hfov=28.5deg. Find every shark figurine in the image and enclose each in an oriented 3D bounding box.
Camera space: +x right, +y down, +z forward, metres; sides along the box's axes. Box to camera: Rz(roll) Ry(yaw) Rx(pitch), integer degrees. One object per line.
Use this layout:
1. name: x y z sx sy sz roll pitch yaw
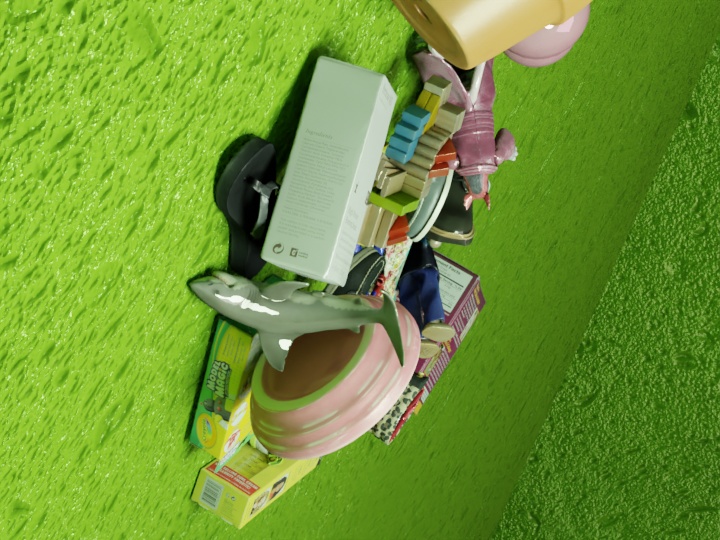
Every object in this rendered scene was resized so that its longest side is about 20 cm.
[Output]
1. shark figurine: -0.054 0.056 1.385 0.128 0.213 0.090 47 53 -81

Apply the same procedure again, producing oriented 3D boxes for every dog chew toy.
1. dog chew toy: 0.215 -0.306 1.738 0.125 0.124 0.200 -59 171 -6

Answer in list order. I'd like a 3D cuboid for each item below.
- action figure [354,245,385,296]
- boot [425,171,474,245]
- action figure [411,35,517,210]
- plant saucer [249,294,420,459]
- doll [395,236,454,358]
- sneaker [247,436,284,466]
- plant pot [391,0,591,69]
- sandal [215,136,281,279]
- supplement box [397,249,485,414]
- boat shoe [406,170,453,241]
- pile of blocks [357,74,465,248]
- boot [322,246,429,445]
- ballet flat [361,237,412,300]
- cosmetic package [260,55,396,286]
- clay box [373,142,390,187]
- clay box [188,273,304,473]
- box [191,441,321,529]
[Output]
1. action figure: 0.000 0.000 1.694 0.052 0.065 0.201 -83 -176 -49
2. boot: 0.115 -0.127 1.745 0.200 0.077 0.139 -100 -157 -62
3. action figure: 0.128 -0.167 1.571 0.149 0.133 0.201 165 -86 -75
4. plant saucer: -0.036 0.096 1.429 0.201 0.200 0.051 -53 124 -23
5. doll: 0.070 0.009 1.784 0.137 0.048 0.201 -50 -143 45
6. sneaker: -0.064 0.141 1.698 0.201 0.083 0.072 -59 164 -5
7. plant pot: 0.108 -0.288 1.355 0.140 0.200 0.200 -42 162 -3
8. sandal: -0.095 -0.058 1.355 0.076 0.043 0.200 -53 162 -23
9. supplement box: 0.081 0.085 1.997 0.201 0.103 0.131 -57 163 -10
10. boat shoe: 0.078 -0.135 1.671 0.073 0.061 0.201 -140 -112 -71
11. pile of blocks: 0.057 -0.108 1.478 0.201 0.062 0.082 -65 163 -3
12. boot: 0.014 0.083 1.566 0.204 0.153 0.074 -55 165 -27
13. ballet flat: 0.015 0.001 1.761 0.064 0.076 0.201 -7 126 -31
14. cosmetic package: -0.027 -0.092 1.359 0.102 0.074 0.201 28 79 -80
15. clay box: -0.007 -0.092 1.522 0.115 0.047 0.200 -64 164 4
16. clay box: -0.126 0.114 1.536 0.115 0.047 0.201 -41 155 -53
17. box: -0.119 0.237 1.718 0.200 0.075 0.050 -30 144 -58
